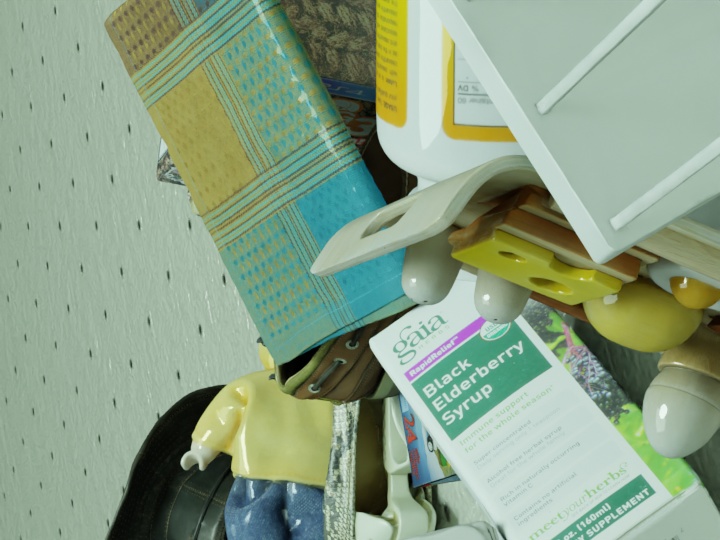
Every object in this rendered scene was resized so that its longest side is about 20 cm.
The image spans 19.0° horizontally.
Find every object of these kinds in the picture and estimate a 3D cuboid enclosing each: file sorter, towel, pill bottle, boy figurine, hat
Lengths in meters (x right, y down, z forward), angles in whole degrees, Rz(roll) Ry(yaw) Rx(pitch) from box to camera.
[{"bbox_3d":[0.101,-0.135,0.710,0.200,0.139,0.125,58,152,7],"label":"file sorter"},{"bbox_3d":[-0.048,-0.059,1.052,0.147,0.022,0.200,-25,93,57],"label":"towel"},{"bbox_3d":[0.062,-0.102,0.952,0.111,0.111,0.200,-141,47,-63],"label":"pill bottle"},{"bbox_3d":[-0.048,0.107,1.328,0.064,0.124,0.200,89,-177,-64],"label":"boy figurine"},{"bbox_3d":[-0.072,0.175,1.392,0.081,0.200,0.201,13,112,37],"label":"hat"}]

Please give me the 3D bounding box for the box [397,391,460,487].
[{"bbox_3d":[0.050,0.006,1.131,0.137,0.038,0.200,146,116,-68],"label":"box"}]

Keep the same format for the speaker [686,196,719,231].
[{"bbox_3d":[0.115,-0.108,0.849,0.081,0.081,0.200,-170,74,-70],"label":"speaker"}]

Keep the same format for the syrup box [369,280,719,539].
[{"bbox_3d":[0.085,0.082,0.951,0.081,0.079,0.200,56,179,-38],"label":"syrup box"}]

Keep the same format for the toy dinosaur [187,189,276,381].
[{"bbox_3d":[-0.039,0.012,1.236,0.200,0.047,0.088,44,-134,-59],"label":"toy dinosaur"}]

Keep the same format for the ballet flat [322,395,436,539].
[{"bbox_3d":[0.016,0.109,1.229,0.075,0.068,0.200,11,104,61],"label":"ballet flat"}]

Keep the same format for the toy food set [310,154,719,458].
[{"bbox_3d":[0.093,0.022,0.809,0.143,0.200,0.061,-22,49,70],"label":"toy food set"}]

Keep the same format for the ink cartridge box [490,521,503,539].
[{"bbox_3d":[0.113,0.192,1.003,0.200,0.044,0.094,-118,27,-46],"label":"ink cartridge box"}]

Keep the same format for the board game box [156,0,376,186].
[{"bbox_3d":[-0.035,-0.143,1.170,0.200,0.097,0.160,142,135,-66],"label":"board game box"}]

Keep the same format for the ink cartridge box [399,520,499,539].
[{"bbox_3d":[-0.003,0.174,0.966,0.200,0.144,0.085,85,170,-79],"label":"ink cartridge box"}]

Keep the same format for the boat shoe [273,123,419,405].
[{"bbox_3d":[0.000,0.000,1.108,0.072,0.068,0.200,-115,27,-42],"label":"boat shoe"}]
